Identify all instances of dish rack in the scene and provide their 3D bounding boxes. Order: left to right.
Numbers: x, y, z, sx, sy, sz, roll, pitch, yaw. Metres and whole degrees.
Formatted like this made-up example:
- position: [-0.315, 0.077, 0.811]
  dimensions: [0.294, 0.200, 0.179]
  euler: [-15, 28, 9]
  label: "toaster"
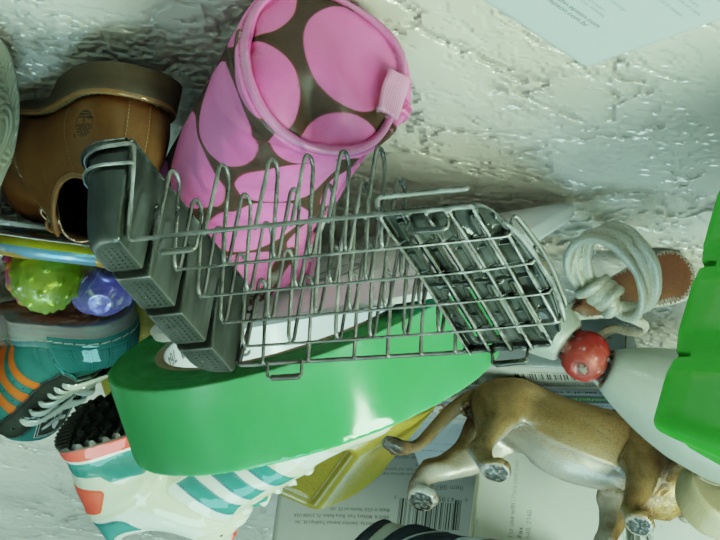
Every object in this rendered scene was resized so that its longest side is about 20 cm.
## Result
- position: [-0.012, -0.005, 1.032]
  dimensions: [0.199, 0.055, 0.154]
  euler: [-4, 153, 19]
  label: "dish rack"

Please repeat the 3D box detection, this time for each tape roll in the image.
- position: [-0.028, 0.044, 1.200]
  dimensions: [0.199, 0.048, 0.200]
  euler: [-16, -168, 3]
  label: "tape roll"

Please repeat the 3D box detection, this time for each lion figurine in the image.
- position: [0.117, 0.099, 1.316]
  dimensions: [0.199, 0.123, 0.073]
  euler: [24, 132, 0]
  label: "lion figurine"

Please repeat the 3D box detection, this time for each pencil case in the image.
- position: [-0.039, -0.053, 1.092]
  dimensions: [0.093, 0.091, 0.200]
  euler: [28, 153, -5]
  label: "pencil case"

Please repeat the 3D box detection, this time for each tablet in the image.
- position: [0.000, 0.000, 1.205]
  dimensions: [0.199, 0.014, 0.130]
  euler: [-11, -167, 35]
  label: "tablet"

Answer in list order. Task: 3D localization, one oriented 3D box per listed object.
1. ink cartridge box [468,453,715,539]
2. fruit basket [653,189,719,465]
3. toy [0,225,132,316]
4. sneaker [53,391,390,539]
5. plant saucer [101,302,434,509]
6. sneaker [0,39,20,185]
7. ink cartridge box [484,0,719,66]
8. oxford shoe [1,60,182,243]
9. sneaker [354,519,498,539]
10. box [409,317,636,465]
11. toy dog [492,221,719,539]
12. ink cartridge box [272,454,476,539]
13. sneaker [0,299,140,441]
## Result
- position: [0.172, 0.161, 1.437]
  dimensions: [0.198, 0.086, 0.147]
  euler: [5, 157, 8]
  label: "ink cartridge box"
- position: [0.243, 0.015, 1.015]
  dimensions: [0.215, 0.217, 0.155]
  euler: [-13, 150, 40]
  label: "fruit basket"
- position: [-0.178, -0.002, 1.260]
  dimensions: [0.199, 0.048, 0.115]
  euler: [12, -177, -3]
  label: "toy"
- position: [-0.067, 0.107, 1.311]
  dimensions: [0.198, 0.070, 0.094]
  euler: [-11, 115, 10]
  label: "sneaker"
- position: [-0.068, 0.081, 1.405]
  dimensions: [0.199, 0.049, 0.200]
  euler: [24, 158, -3]
  label: "plant saucer"
- position: [-0.222, -0.038, 1.139]
  dimensions: [0.084, 0.075, 0.201]
  euler: [22, 126, 9]
  label: "sneaker"
- position: [0.099, -0.155, 0.860]
  dimensions: [0.199, 0.041, 0.199]
  euler: [-15, 149, 42]
  label: "ink cartridge box"
- position: [-0.145, -0.045, 1.157]
  dimensions: [0.071, 0.072, 0.200]
  euler: [12, 166, -17]
  label: "oxford shoe"
- position: [0.070, 0.194, 1.358]
  dimensions: [0.108, 0.071, 0.200]
  euler: [1, 160, 37]
  label: "sneaker"
- position: [0.095, 0.076, 1.419]
  dimensions: [0.155, 0.041, 0.200]
  euler: [1, 156, 14]
  label: "box"
- position: [0.165, 0.046, 1.252]
  dimensions: [0.200, 0.096, 0.132]
  euler: [50, 133, -7]
  label: "toy dog"
- position: [0.016, 0.212, 1.558]
  dimensions: [0.144, 0.201, 0.084]
  euler: [0, 156, 18]
  label: "ink cartridge box"
- position: [-0.178, 0.057, 1.355]
  dimensions: [0.071, 0.080, 0.200]
  euler: [-20, -172, -31]
  label: "sneaker"
